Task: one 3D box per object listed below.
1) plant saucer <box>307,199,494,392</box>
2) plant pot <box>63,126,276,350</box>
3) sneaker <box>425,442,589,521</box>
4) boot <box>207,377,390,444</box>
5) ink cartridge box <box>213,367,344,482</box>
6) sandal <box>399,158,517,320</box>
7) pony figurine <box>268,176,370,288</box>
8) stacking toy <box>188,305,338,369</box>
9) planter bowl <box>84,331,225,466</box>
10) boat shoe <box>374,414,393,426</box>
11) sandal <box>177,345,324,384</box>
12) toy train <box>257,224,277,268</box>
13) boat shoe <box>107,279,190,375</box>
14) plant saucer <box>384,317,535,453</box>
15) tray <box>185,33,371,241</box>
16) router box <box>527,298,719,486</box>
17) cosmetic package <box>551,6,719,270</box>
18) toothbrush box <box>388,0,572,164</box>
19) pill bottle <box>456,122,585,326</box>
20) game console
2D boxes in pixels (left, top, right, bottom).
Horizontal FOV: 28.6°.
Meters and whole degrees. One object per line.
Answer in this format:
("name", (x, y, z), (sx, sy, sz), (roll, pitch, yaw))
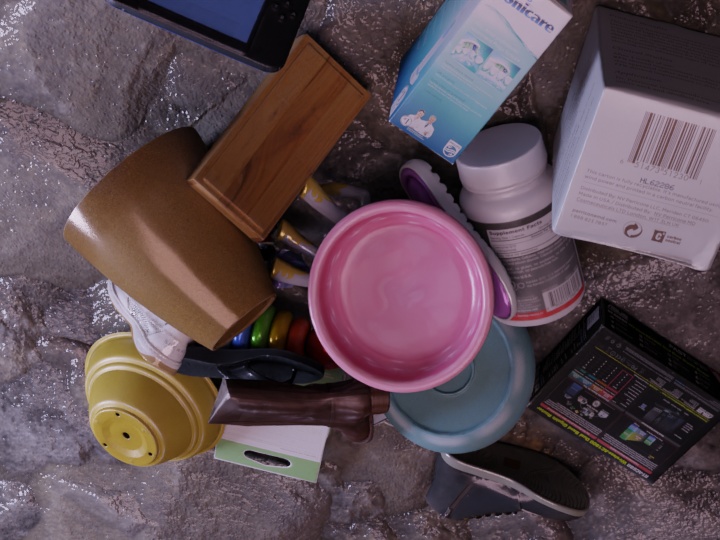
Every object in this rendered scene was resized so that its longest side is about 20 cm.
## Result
("plant saucer", (0.045, 0.025, 1.484), (0.198, 0.051, 0.203), (2, 100, 14))
("plant pot", (-0.187, -0.020, 1.533), (0.200, 0.186, 0.186), (49, 119, 6))
("sneaker", (0.185, 0.282, 1.785), (0.198, 0.075, 0.107), (22, 128, 5))
("boot", (-0.079, 0.159, 1.600), (0.197, 0.065, 0.187), (-3, 158, -12))
("ink cartridge box", (-0.106, 0.181, 1.773), (0.144, 0.048, 0.201), (14, 140, 0))
("sandal", (0.095, -0.025, 1.521), (0.204, 0.050, 0.083), (56, 159, 9))
("pony figurine", (0.000, 0.000, 1.582), (0.198, 0.167, 0.195), (19, 101, -14))
("stacking toy", (-0.110, 0.075, 1.665), (0.198, 0.086, 0.086), (13, 124, 10))
("planter bowl", (-0.273, 0.181, 1.746), (0.198, 0.084, 0.202), (14, 131, 16))
("boat shoe", (0.077, 0.154, 1.719), (0.201, 0.075, 0.086), (-32, 118, 15))
("sandal", (-0.134, 0.124, 1.643), (0.198, 0.048, 0.075), (1, 154, 20))
("toy train", (-0.115, -0.059, 1.618), (0.034, 0.046, 0.202), (4, 123, 6))
("boat shoe", (-0.235, 0.043, 1.634), (0.071, 0.200, 0.070), (32, 101, -38))
("plant saucer", (0.104, 0.113, 1.643), (0.198, 0.027, 0.203), (0, 89, 16))
("tray", (-0.085, -0.140, 1.490), (0.098, 0.037, 0.201), (41, 75, -18))
("router box", (0.317, 0.146, 1.676), (0.199, 0.062, 0.150), (32, 121, -12))
("cosmetic package", (0.293, -0.136, 1.416), (0.165, 0.201, 0.168), (14, 123, -1))
("toothbrush box", (0.121, -0.232, 1.413), (0.085, 0.147, 0.200), (31, 121, -12))
("pill bottle", (0.172, -0.050, 1.541), (0.113, 0.114, 0.202), (-10, 120, 15))
("game console", (-0.135, -0.325, 1.414), (0.198, 0.172, 0.119), (22, 150, -6))
